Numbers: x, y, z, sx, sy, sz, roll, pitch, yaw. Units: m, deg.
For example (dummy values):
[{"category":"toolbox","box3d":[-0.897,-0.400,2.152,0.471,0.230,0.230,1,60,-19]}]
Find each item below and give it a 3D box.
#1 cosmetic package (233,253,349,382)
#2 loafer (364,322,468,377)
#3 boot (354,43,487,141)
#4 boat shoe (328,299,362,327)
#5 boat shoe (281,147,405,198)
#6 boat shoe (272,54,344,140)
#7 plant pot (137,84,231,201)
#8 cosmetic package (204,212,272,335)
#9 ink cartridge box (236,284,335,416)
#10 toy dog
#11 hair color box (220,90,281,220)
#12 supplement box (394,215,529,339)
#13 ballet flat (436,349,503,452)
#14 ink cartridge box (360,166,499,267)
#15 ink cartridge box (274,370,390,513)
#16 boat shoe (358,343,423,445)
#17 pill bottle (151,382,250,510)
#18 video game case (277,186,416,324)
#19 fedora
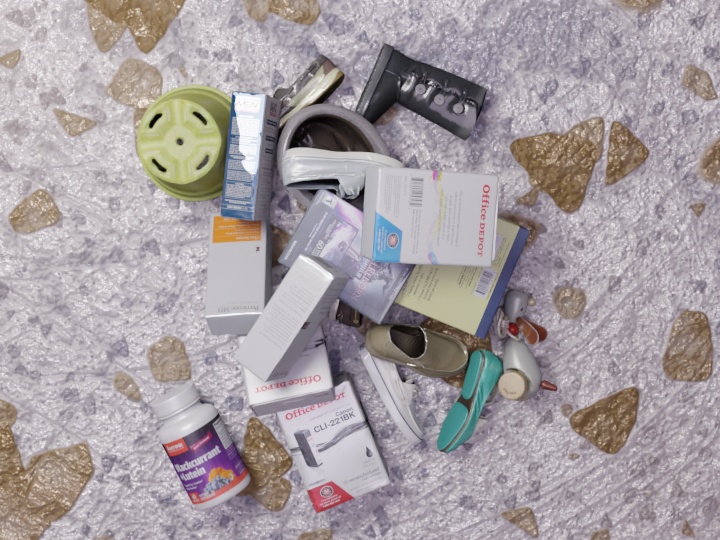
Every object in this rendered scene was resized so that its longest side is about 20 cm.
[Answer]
[{"category":"cosmetic package","box3d":[-0.107,0.075,1.579,0.074,0.102,0.201,33,98,13]},{"category":"loafer","box3d":[0.106,0.137,1.720,0.198,0.068,0.076,12,70,-23]},{"category":"boot","box3d":[0.099,-0.273,1.710,0.199,0.066,0.166,24,97,-8]},{"category":"boat shoe","box3d":[0.000,0.000,1.725,0.059,0.072,0.202,18,100,6]},{"category":"boat shoe","box3d":[-0.028,-0.148,1.597,0.199,0.070,0.072,4,75,-4]},{"category":"boat shoe","box3d":[-0.118,-0.286,1.698,0.201,0.072,0.066,-40,83,5]},{"category":"plant pot","box3d":[-0.285,-0.211,1.640,0.198,0.184,0.202,0,96,-1]},{"category":"cosmetic package","box3d":[-0.202,0.002,1.669,0.100,0.071,0.202,-4,61,2]},{"category":"ink cartridge box","box3d":[-0.130,0.132,1.691,0.143,0.084,0.202,-12,68,0]},{"category":"toy dog","box3d":[0.295,0.139,1.734,0.095,0.132,0.202,0,107,21]},{"category":"hair color box","box3d":[-0.178,-0.184,1.622,0.060,0.100,0.202,8,94,9]},{"category":"supplement box","box3d":[0.149,-0.020,1.697,0.198,0.134,0.201,22,96,-4]},{"category":"ballet flat","box3d":[0.203,0.239,1.765,0.070,0.067,0.202,18,98,-22]},{"category":"ink cartridge box","box3d":[0.108,-0.084,1.560,0.198,0.085,0.146,3,95,-14]},{"category":"ink cartridge box","box3d":[-0.050,0.299,1.752,0.143,0.084,0.201,-22,95,0]},{"category":"boat shoe","box3d":[0.069,0.209,1.756,0.065,0.072,0.201,-28,88,6]},{"category":"pill bottle","box3d":[-0.282,0.302,1.732,0.111,0.111,0.201,-26,96,1]},{"category":"video game case","box3d":[-0.016,-0.024,1.626,0.199,0.019,0.144,31,97,3]},{"category":"fedora","box3d":[-0.049,-0.182,1.678,0.199,0.090,0.177,37,88,-10]}]
